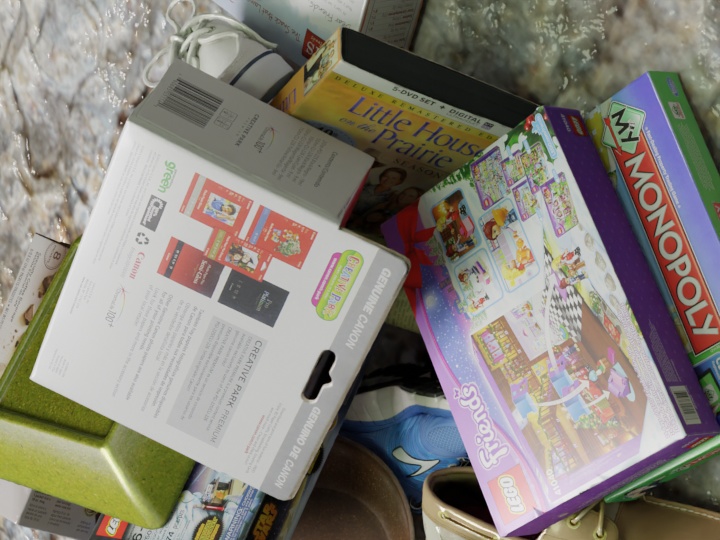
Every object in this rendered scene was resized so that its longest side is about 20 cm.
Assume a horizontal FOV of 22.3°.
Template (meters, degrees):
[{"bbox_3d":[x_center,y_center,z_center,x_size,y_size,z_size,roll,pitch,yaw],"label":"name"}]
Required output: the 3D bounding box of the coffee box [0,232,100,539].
[{"bbox_3d":[-0.223,0.086,1.370,0.113,0.080,0.201,22,88,42],"label":"coffee box"}]

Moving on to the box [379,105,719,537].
[{"bbox_3d":[0.100,0.029,1.011,0.137,0.039,0.201,-35,66,36],"label":"box"}]

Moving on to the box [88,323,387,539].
[{"bbox_3d":[-0.079,0.103,1.175,0.137,0.200,0.040,0,146,43],"label":"box"}]

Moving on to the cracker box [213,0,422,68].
[{"bbox_3d":[-0.013,-0.227,1.122,0.134,0.058,0.201,40,128,32],"label":"cracker box"}]

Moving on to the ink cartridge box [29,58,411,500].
[{"bbox_3d":[-0.075,0.010,1.061,0.175,0.084,0.200,27,124,0],"label":"ink cartridge box"}]

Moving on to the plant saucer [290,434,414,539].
[{"bbox_3d":[-0.051,0.197,1.152,0.200,0.201,0.037,25,161,39],"label":"plant saucer"}]

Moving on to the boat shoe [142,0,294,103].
[{"bbox_3d":[-0.093,-0.132,1.147,0.086,0.202,0.075,41,98,-8],"label":"boat shoe"}]

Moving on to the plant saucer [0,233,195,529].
[{"bbox_3d":[-0.164,0.054,1.213,0.199,0.048,0.201,9,66,45],"label":"plant saucer"}]

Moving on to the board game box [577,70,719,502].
[{"bbox_3d":[0.155,0.010,1.008,0.134,0.029,0.201,-36,65,42],"label":"board game box"}]

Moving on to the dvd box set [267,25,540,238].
[{"bbox_3d":[-0.002,-0.059,1.109,0.200,0.146,0.029,-41,40,45],"label":"dvd box set"}]

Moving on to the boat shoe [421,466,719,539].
[{"bbox_3d":[0.124,0.150,1.055,0.199,0.074,0.067,-1,124,25],"label":"boat shoe"}]

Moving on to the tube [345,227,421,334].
[{"bbox_3d":[0.000,0.000,1.116,0.199,0.052,0.058,16,106,6],"label":"tube"}]

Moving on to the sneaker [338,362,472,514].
[{"bbox_3d":[0.058,0.104,1.154,0.200,0.078,0.089,-11,102,56],"label":"sneaker"}]
